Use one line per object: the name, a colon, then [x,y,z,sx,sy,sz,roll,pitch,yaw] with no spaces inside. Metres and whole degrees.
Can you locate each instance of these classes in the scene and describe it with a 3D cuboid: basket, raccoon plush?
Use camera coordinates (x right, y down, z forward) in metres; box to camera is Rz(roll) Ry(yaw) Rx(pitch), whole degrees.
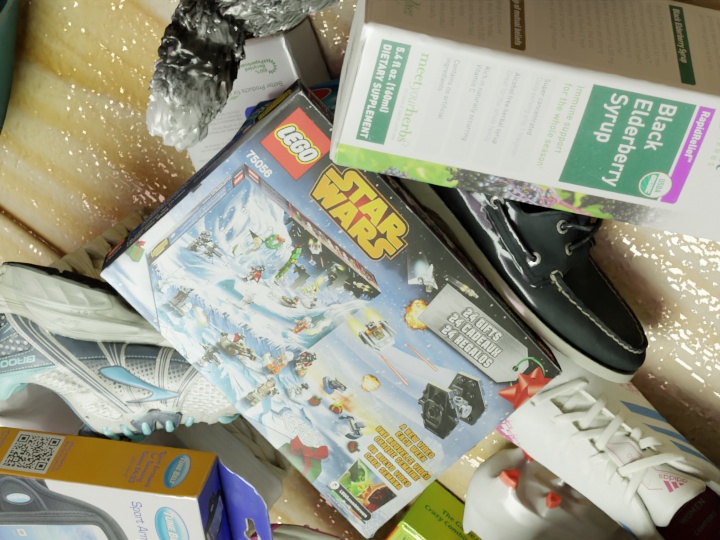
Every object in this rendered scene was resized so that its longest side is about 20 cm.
basket: [-0.127,0.081,1.044,0.200,0.123,0.136,43,132,3]
raccoon plush: [-0.010,-0.139,0.835,0.134,0.097,0.200,21,104,19]

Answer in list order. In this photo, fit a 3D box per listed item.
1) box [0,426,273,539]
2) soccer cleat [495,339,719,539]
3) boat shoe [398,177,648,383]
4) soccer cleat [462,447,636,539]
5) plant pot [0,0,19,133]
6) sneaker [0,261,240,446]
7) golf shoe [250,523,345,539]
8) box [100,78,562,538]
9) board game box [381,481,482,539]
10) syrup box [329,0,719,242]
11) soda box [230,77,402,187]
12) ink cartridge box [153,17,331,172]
box: [-0.147,0.146,0.926,0.200,0.041,0.119,6,129,17]
soccer cleat: [0.141,0.096,0.906,0.200,0.086,0.070,39,89,-2]
boat shoe: [0.091,-0.030,0.875,0.066,0.075,0.199,-42,87,25]
soccer cleat: [0.147,0.179,0.978,0.200,0.069,0.078,36,136,16]
plant pot: [-0.298,-0.114,0.988,0.200,0.201,0.161,26,140,15]
sneaker: [-0.113,0.061,0.928,0.200,0.078,0.086,18,93,7]
golf shoe: [0.002,0.232,1.018,0.200,0.092,0.075,34,132,11]
box: [-0.014,0.022,0.854,0.137,0.040,0.200,-41,105,9]
board game box: [0.091,0.234,1.055,0.200,0.048,0.102,39,132,5]
syrup box: [0.092,-0.083,0.784,0.200,0.081,0.079,12,130,-5]
soda box: [0.000,0.000,0.913,0.064,0.068,0.200,-15,110,16]
ink cartridge box: [-0.041,-0.042,0.972,0.095,0.037,0.200,-7,112,33]
